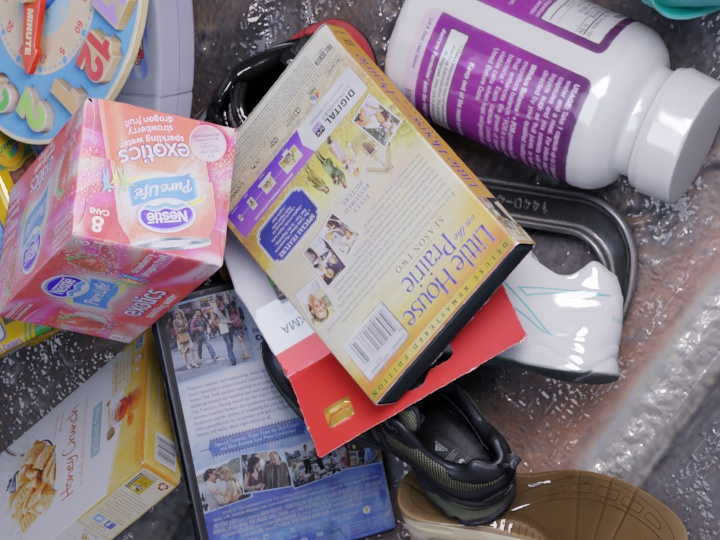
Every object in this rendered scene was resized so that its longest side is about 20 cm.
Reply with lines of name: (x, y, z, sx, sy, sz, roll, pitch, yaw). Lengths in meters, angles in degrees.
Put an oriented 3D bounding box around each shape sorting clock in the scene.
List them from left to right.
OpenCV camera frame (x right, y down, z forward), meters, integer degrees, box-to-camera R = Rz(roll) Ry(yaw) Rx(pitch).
shape sorting clock: (-0.211, -0.184, 1.570, 0.200, 0.039, 0.200, 1, 92, 40)

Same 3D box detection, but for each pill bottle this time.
pill bottle: (0.125, -0.119, 1.491, 0.200, 0.112, 0.112, 26, 110, 18)

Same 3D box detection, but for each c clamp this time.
c clamp: (0.093, 0.019, 1.586, 0.200, 0.027, 0.171, 4, 98, 26)

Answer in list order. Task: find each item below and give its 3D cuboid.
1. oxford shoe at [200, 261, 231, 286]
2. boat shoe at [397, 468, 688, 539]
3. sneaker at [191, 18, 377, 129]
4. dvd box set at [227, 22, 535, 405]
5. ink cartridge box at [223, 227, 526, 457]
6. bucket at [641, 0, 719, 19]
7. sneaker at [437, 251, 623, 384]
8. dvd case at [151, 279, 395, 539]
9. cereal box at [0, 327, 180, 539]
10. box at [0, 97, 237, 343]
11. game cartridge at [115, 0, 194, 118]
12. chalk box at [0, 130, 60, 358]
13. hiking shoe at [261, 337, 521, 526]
oxford shoe: (-0.092, 0.069, 1.654, 0.071, 0.071, 0.200, -13, 97, 25)
boat shoe: (0.124, 0.178, 1.584, 0.200, 0.072, 0.065, 8, 140, 19)
sneaker: (-0.081, -0.095, 1.599, 0.200, 0.098, 0.071, -38, 86, 27)
dvd box set: (0.000, -0.036, 1.485, 0.200, 0.029, 0.146, 49, 114, 22)
ink cartridge box: (0.000, 0.000, 1.532, 0.161, 0.050, 0.200, -31, 49, 10)
bucket: (0.227, -0.246, 1.373, 0.135, 0.207, 0.207, -4, 99, 33)
sneaker: (0.082, 0.024, 1.547, 0.200, 0.070, 0.080, 7, 83, 24)
dvd case: (-0.060, 0.101, 1.621, 0.018, 0.143, 0.200, -172, 70, -69)
cereal box: (-0.206, 0.149, 1.687, 0.040, 0.144, 0.200, 36, 119, -29)
box: (-0.162, -0.029, 1.515, 0.200, 0.102, 0.095, 146, 133, -62)
game cartridge: (-0.167, -0.181, 1.598, 0.133, 0.041, 0.200, 10, 108, 50)
chalk box: (-0.264, -0.043, 1.679, 0.124, 0.124, 0.200, -24, 91, 27)
hiking shoe: (0.024, 0.081, 1.550, 0.200, 0.076, 0.101, 33, 151, 11)
